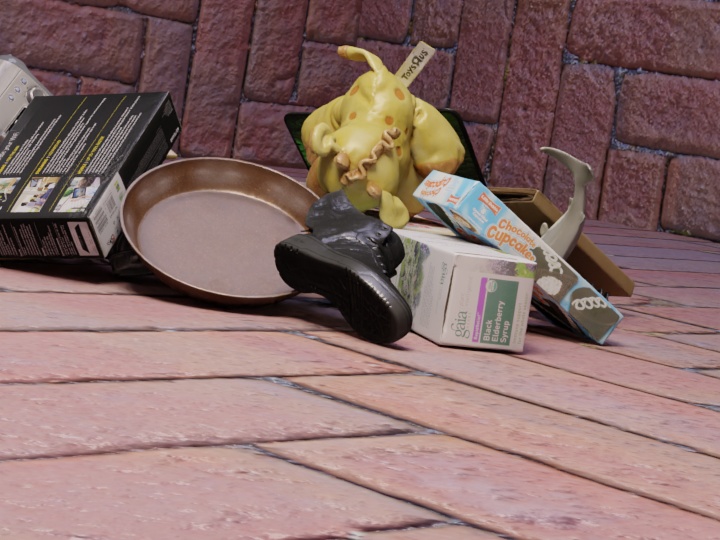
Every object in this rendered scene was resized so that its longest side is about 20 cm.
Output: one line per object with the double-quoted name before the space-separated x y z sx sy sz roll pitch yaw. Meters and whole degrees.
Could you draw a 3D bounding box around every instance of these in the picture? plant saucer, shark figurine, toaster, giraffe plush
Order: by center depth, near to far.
"plant saucer" -0.117 -0.030 1.557 0.200 0.035 0.201 9 38 -7
"giraffe plush" 0.009 -0.111 1.737 0.172 0.200 0.162 21 42 4
"shark figurine" 0.187 -0.016 1.744 0.128 0.215 0.090 28 26 -30
"toaster" -0.398 -0.124 1.770 0.200 0.129 0.114 -18 -56 43

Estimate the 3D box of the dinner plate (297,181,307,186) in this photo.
"dinner plate" -0.099 -0.080 1.861 0.199 0.024 0.200 2 7 0

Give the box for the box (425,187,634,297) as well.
"box" 0.182 -0.030 1.885 0.163 0.021 0.200 2 -29 45

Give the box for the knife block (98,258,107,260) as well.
"knife block" -0.320 -0.054 1.750 0.199 0.064 0.175 11 6 23

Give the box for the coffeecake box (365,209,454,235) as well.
"coffeecake box" 0.019 -0.023 1.868 0.153 0.073 0.200 6 6 -18

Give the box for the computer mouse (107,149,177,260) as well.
"computer mouse" -0.168 -0.053 1.708 0.199 0.141 0.046 2 -27 -30

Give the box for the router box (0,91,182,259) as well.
"router box" -0.270 -0.090 1.609 0.149 0.051 0.200 1 39 21

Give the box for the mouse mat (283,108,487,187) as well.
"mouse mat" 0.030 -0.119 1.868 0.199 0.008 0.161 2 -35 22

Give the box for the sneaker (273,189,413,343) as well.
"sneaker" 0.004 -0.007 1.477 0.104 0.060 0.200 -22 34 -33

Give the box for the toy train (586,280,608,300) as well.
"toy train" 0.217 0.027 1.802 0.034 0.046 0.200 24 5 -7

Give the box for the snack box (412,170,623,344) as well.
"snack box" 0.146 -0.014 1.632 0.200 0.037 0.116 42 -6 -19

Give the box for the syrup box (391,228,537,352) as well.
"syrup box" 0.079 0.015 1.546 0.081 0.079 0.200 6 6 -19

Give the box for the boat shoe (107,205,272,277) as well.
"boat shoe" -0.145 -0.018 1.638 0.199 0.071 0.072 -1 -17 -19
